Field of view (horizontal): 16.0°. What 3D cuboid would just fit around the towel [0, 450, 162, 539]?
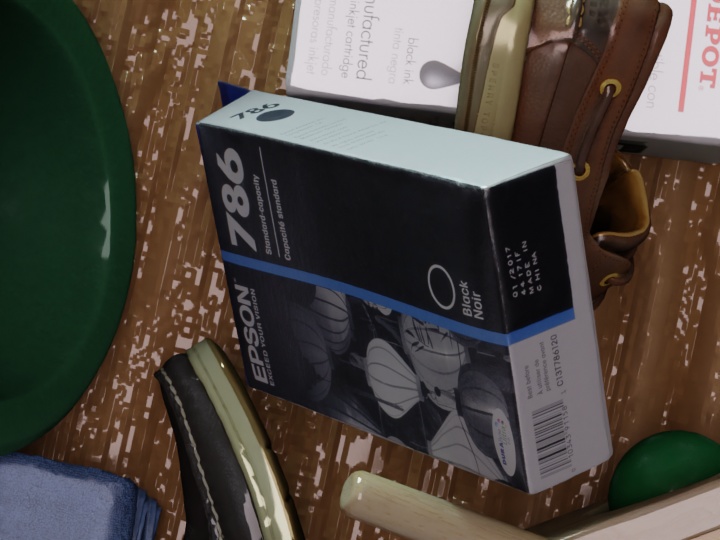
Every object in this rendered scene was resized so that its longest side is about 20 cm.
[{"bbox_3d":[-0.145,0.159,0.906,0.111,0.049,0.202,14,89,3],"label":"towel"}]

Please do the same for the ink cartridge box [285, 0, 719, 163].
[{"bbox_3d":[0.079,-0.103,0.899,0.198,0.068,0.117,7,88,1],"label":"ink cartridge box"}]

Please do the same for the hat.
[{"bbox_3d":[-0.198,-0.036,0.906,0.175,0.165,0.202,0,108,33],"label":"hat"}]

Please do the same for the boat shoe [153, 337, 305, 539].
[{"bbox_3d":[-0.043,0.126,0.891,0.064,0.073,0.201,-17,88,-4],"label":"boat shoe"}]

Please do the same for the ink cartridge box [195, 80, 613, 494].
[{"bbox_3d":[0.000,0.000,0.829,0.039,0.199,0.100,-21,110,-29],"label":"ink cartridge box"}]

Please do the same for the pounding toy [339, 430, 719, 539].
[{"bbox_3d":[0.111,0.131,0.852,0.183,0.142,0.201,-20,88,0],"label":"pounding toy"}]

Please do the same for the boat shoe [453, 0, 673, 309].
[{"bbox_3d":[0.062,-0.012,0.850,0.067,0.072,0.201,8,129,4],"label":"boat shoe"}]
